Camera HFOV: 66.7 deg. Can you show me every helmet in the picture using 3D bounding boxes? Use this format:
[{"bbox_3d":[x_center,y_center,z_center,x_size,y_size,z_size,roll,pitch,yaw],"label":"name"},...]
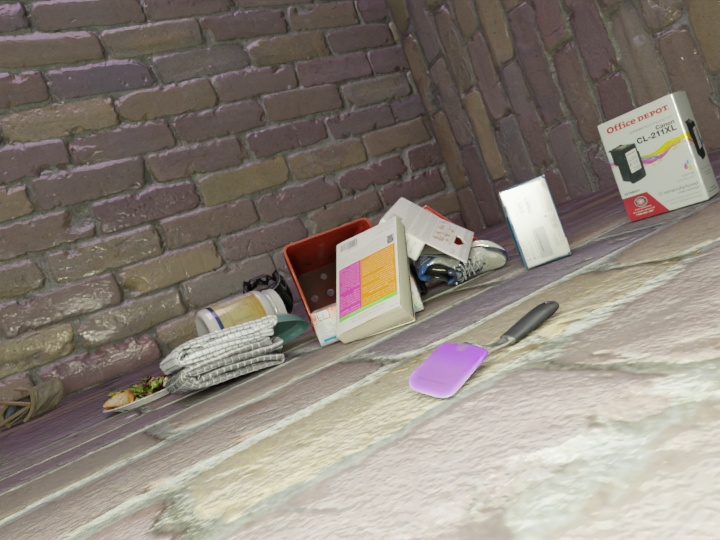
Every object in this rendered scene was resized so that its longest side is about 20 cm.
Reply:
[{"bbox_3d":[-0.341,0.115,2.038,0.198,0.192,0.201,-9,37,7],"label":"helmet"}]

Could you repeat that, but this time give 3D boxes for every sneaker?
[{"bbox_3d":[0.208,-0.006,1.137,0.198,0.078,0.086,-6,38,12],"label":"sneaker"}]

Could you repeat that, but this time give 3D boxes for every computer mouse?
[{"bbox_3d":[0.084,0.001,1.135,0.046,0.141,0.200,-28,0,12],"label":"computer mouse"}]

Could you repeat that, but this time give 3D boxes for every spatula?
[{"bbox_3d":[0.122,0.063,0.494,0.199,0.021,0.056,-19,13,-38],"label":"spatula"}]

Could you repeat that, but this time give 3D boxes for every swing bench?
[{"bbox_3d":[-1.276,0.508,2.093,0.198,0.131,0.199,-15,1,1],"label":"swing bench"}]

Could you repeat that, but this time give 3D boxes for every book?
[{"bbox_3d":[0.017,0.012,0.930,0.133,0.201,0.048,-23,-44,25],"label":"book"}]

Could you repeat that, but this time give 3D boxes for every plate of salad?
[{"bbox_3d":[-0.470,0.260,1.208,0.198,0.048,0.200,-22,1,0],"label":"plate of salad"}]

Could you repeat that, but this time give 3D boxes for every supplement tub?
[{"bbox_3d":[-0.294,0.136,1.371,0.199,0.146,0.144,-21,1,-32],"label":"supplement tub"}]

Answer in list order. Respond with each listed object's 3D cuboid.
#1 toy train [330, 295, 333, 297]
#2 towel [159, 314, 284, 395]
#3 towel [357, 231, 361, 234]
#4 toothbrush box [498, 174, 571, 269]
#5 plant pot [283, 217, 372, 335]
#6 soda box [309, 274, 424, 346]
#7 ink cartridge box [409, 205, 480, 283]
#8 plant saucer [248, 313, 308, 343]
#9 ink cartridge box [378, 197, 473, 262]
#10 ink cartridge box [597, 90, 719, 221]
[{"bbox_3d":[-0.042,0.075,1.510,0.115,0.085,0.200,-31,1,5],"label":"toy train"},{"bbox_3d":[-0.246,0.160,0.984,0.199,0.086,0.165,-16,-9,-30],"label":"towel"},{"bbox_3d":[0.000,0.000,1.323,0.032,0.192,0.199,-34,9,-34],"label":"towel"},{"bbox_3d":[0.323,-0.093,1.034,0.085,0.148,0.200,-20,2,16],"label":"toothbrush box"},{"bbox_3d":[-0.052,0.032,1.205,0.198,0.201,0.176,-21,-10,-17],"label":"plant pot"},{"bbox_3d":[0.012,0.072,0.989,0.198,0.064,0.068,-20,1,5],"label":"soda box"},{"bbox_3d":[0.157,-0.053,1.278,0.199,0.045,0.176,27,-38,-31],"label":"ink cartridge box"},{"bbox_3d":[-0.211,0.138,1.184,0.198,0.028,0.200,-20,-18,-7],"label":"plant saucer"},{"bbox_3d":[0.131,-0.070,1.087,0.045,0.175,0.200,-64,-5,24],"label":"ink cartridge box"},{"bbox_3d":[0.559,-0.214,1.036,0.082,0.202,0.145,-21,1,-42],"label":"ink cartridge box"}]
